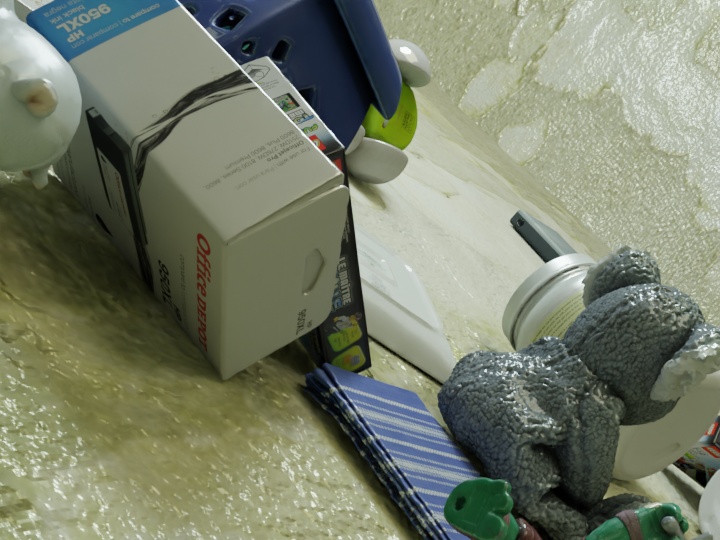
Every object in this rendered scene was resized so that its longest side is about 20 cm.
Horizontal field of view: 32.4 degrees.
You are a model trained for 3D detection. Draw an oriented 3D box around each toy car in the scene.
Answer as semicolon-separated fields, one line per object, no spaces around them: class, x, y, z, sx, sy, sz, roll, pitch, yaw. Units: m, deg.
toy car;-0.020;-0.207;1.486;0.150;0.176;0.200;3;-16;42

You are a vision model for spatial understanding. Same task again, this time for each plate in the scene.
plate;0.000;0.000;1.094;0.199;0.032;0.200;35;15;-25

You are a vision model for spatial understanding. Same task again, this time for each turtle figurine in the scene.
turtle figurine;0.116;0.193;0.678;0.200;0.101;0.150;31;58;-32

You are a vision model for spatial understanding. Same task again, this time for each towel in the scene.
towel;0.052;0.146;0.814;0.200;0.024;0.145;52;15;31

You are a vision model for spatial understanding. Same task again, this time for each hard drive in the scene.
hard drive;0.348;-0.012;2.081;0.139;0.033;0.200;26;20;-48

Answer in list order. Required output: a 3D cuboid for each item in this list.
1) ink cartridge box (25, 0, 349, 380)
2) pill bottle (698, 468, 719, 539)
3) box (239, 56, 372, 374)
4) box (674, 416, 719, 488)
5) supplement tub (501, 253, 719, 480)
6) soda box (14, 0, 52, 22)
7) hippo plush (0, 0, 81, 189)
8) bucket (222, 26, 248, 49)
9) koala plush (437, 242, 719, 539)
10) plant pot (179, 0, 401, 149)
ink cartridge box;-0.104;-0.057;0.732;0.200;0.084;0.145;47;-27;24
pill bottle;0.455;0.282;1.279;0.200;0.114;0.114;35;15;-21
box;-0.040;-0.029;0.819;0.110;0.035;0.200;52;-21;41
box;0.433;0.234;1.387;0.200;0.035;0.110;37;-23;-15
supplement tub;0.246;0.092;1.235;0.145;0.145;0.200;25;21;-49
soda box;-0.258;-0.176;0.870;0.200;0.064;0.068;34;15;-24
hippo plush;-0.213;-0.112;0.647;0.161;0.199;0.159;65;-21;6
bucket;-0.167;-0.278;1.147;0.135;0.207;0.207;46;5;-47
koala plush;0.179;0.085;0.927;0.184;0.200;0.178;39;13;-33
plant pot;-0.087;-0.186;0.995;0.200;0.180;0.200;51;-7;37
